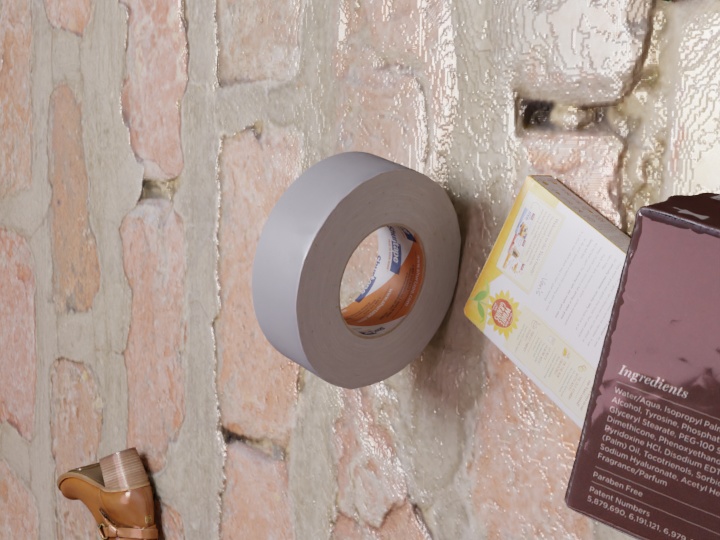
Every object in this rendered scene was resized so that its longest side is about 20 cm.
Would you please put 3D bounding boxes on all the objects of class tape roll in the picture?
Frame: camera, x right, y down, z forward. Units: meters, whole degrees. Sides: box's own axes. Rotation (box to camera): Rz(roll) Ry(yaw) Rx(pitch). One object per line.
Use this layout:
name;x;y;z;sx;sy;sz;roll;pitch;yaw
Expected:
tape roll;0.000;0.000;0.976;0.066;0.198;0.204;25;111;44

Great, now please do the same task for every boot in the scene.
boot;-0.343;0.337;1.484;0.199;0.073;0.157;-27;77;48

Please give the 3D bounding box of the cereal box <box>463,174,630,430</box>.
cereal box;0.182;0.035;0.893;0.200;0.039;0.145;46;124;35

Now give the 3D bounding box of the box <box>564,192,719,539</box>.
box;0.251;0.070;0.700;0.162;0.165;0.203;20;108;29
